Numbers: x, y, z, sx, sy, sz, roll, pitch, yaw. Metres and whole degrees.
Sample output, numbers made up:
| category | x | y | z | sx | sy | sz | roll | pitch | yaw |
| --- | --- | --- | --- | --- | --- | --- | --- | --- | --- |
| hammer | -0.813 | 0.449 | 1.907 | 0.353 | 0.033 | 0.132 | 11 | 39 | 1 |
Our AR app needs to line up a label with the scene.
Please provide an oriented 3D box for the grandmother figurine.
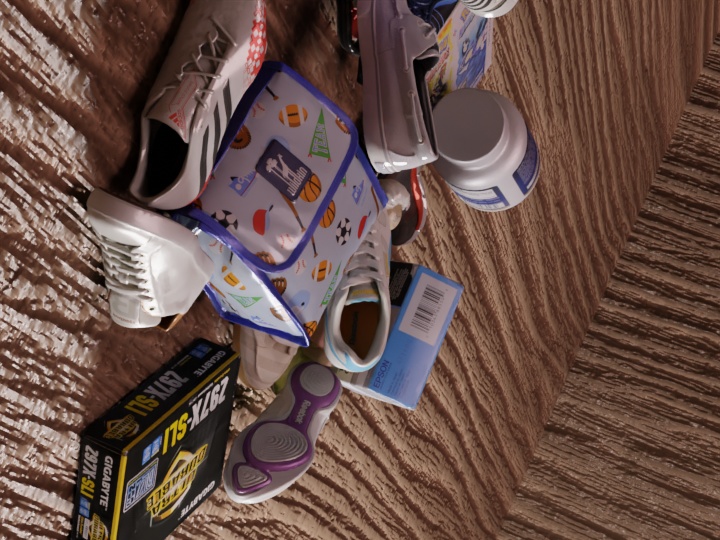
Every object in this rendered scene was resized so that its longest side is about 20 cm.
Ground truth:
| category | x | y | z | sx | sy | sz | roll | pitch | yaw |
| --- | --- | --- | --- | --- | --- | --- | --- | --- | --- |
| grandmother figurine | 0.000 | -0.002 | 1.649 | 0.121 | 0.061 | 0.200 | -32 | 144 | -75 |

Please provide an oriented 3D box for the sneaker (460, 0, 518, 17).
| category | x | y | z | sx | sy | sz | roll | pitch | yaw |
| --- | --- | --- | --- | --- | --- | --- | --- | --- | --- |
| sneaker | 0.120 | -0.320 | 1.351 | 0.115 | 0.076 | 0.201 | -10 | 112 | -72 |

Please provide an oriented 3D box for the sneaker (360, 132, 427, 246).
| category | x | y | z | sx | sy | sz | roll | pitch | yaw |
| --- | --- | --- | --- | --- | --- | --- | --- | --- | --- |
| sneaker | 0.021 | -0.095 | 1.714 | 0.082 | 0.077 | 0.200 | -28 | 144 | -22 |

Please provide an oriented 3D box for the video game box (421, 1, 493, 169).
| category | x | y | z | sx | sy | sz | roll | pitch | yaw |
| --- | --- | --- | --- | --- | --- | --- | --- | --- | --- |
| video game box | 0.090 | -0.236 | 1.757 | 0.200 | 0.047 | 0.182 | -57 | 157 | -31 |

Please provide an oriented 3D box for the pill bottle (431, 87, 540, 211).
| category | x | y | z | sx | sy | sz | roll | pitch | yaw |
| --- | --- | --- | --- | --- | --- | --- | --- | --- | --- |
| pill bottle | 0.133 | -0.137 | 1.745 | 0.111 | 0.111 | 0.200 | -67 | 165 | -3 |

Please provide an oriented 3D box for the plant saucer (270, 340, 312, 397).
| category | x | y | z | sx | sy | sz | roll | pitch | yaw |
| --- | --- | --- | --- | --- | --- | --- | --- | --- | --- |
| plant saucer | -0.056 | 0.041 | 1.675 | 0.200 | 0.031 | 0.200 | -55 | 157 | -36 |

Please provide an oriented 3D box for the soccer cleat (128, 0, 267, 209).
| category | x | y | z | sx | sy | sz | roll | pitch | yaw |
| --- | --- | --- | --- | --- | --- | --- | --- | --- | --- |
| soccer cleat | -0.126 | -0.138 | 1.205 | 0.200 | 0.069 | 0.085 | -68 | 167 | 16 |

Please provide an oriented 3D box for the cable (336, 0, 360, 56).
| category | x | y | z | sx | sy | sz | roll | pitch | yaw |
| --- | --- | --- | --- | --- | --- | --- | --- | --- | --- |
| cable | -0.021 | -0.264 | 1.427 | 0.200 | 0.050 | 0.097 | 38 | 72 | -61 |

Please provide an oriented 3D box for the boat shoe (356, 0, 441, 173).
| category | x | y | z | sx | sy | sz | roll | pitch | yaw |
| --- | --- | --- | --- | --- | --- | --- | --- | --- | --- |
| boat shoe | 0.038 | -0.187 | 1.396 | 0.072 | 0.068 | 0.200 | 39 | 48 | -65 |

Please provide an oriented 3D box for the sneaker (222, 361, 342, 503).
| category | x | y | z | sx | sy | sz | roll | pitch | yaw |
| --- | --- | --- | --- | --- | --- | --- | --- | --- | --- |
| sneaker | -0.080 | 0.179 | 1.588 | 0.200 | 0.075 | 0.100 | -50 | 171 | -51 |

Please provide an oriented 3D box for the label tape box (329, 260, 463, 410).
| category | x | y | z | sx | sy | sz | roll | pitch | yaw |
| --- | --- | --- | --- | --- | --- | --- | --- | --- | --- |
| label tape box | 0.020 | 0.064 | 1.728 | 0.200 | 0.066 | 0.143 | 9 | -104 | 65 |

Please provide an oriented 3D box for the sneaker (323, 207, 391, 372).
| category | x | y | z | sx | sy | sz | roll | pitch | yaw |
| --- | --- | --- | --- | --- | --- | --- | --- | --- | --- |
| sneaker | 0.000 | 0.000 | 1.560 | 0.081 | 0.076 | 0.200 | 179 | -92 | -78 |

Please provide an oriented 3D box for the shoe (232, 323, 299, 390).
| category | x | y | z | sx | sy | sz | roll | pitch | yaw |
| --- | --- | --- | --- | --- | --- | --- | --- | --- | --- |
| shoe | -0.072 | 0.024 | 1.533 | 0.070 | 0.053 | 0.200 | 9 | 99 | -43 |

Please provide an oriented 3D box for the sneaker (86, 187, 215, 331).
| category | x | y | z | sx | sy | sz | roll | pitch | yaw |
| --- | --- | --- | --- | --- | --- | --- | --- | --- | --- |
| sneaker | -0.168 | 0.001 | 1.227 | 0.085 | 0.073 | 0.200 | -63 | 161 | -10 |

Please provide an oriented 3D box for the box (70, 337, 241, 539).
| category | x | y | z | sx | sy | sz | roll | pitch | yaw |
| --- | --- | --- | --- | --- | --- | --- | --- | --- | --- |
| box | -0.184 | 0.172 | 1.425 | 0.200 | 0.049 | 0.160 | -41 | 146 | -55 |

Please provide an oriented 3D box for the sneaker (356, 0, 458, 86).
| category | x | y | z | sx | sy | sz | roll | pitch | yaw |
| --- | --- | --- | --- | --- | --- | --- | --- | --- | --- |
| sneaker | 0.046 | -0.252 | 1.591 | 0.078 | 0.070 | 0.200 | -53 | -178 | 39 |

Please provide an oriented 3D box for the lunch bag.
| category | x | y | z | sx | sy | sz | roll | pitch | yaw |
| --- | --- | --- | --- | --- | --- | --- | --- | --- | --- |
| lunch bag | -0.075 | -0.058 | 1.366 | 0.170 | 0.124 | 0.200 | -61 | 148 | -23 |
